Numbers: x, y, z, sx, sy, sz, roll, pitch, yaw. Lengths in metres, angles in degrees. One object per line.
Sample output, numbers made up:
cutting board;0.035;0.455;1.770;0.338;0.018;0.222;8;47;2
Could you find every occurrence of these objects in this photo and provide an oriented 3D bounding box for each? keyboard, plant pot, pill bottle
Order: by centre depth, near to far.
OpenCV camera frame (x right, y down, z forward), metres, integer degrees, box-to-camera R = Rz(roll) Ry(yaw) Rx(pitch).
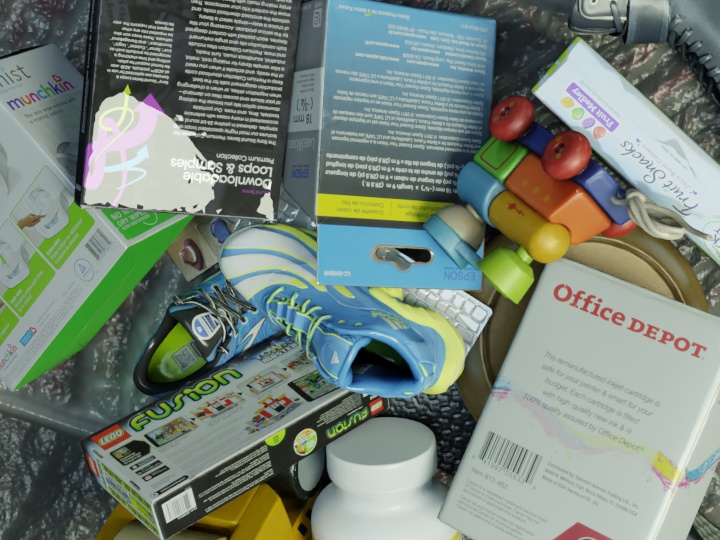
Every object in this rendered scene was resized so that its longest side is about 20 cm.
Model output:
keyboard;0.000;0.000;0.952;0.200;0.011;0.056;32;107;9
plant pot;0.166;0.052;0.954;0.200;0.027;0.200;0;91;-1
pill bottle;0.021;0.218;0.963;0.112;0.112;0.200;0;109;12

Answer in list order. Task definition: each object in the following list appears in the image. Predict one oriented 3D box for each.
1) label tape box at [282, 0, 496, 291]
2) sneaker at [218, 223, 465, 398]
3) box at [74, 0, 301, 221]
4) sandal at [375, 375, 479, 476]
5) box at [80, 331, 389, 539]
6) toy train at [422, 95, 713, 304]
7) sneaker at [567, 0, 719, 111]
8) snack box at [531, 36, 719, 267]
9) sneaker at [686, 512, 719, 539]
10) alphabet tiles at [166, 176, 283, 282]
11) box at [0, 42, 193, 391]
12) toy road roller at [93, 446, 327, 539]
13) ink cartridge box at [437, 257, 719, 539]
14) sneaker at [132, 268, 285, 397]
label tape box;0.020;-0.088;0.928;0.144;0.063;0.200;3;91;-30
sneaker;-0.021;0.028;0.902;0.200;0.105;0.076;25;104;11
box;-0.119;-0.138;0.890;0.143;0.036;0.200;4;98;-23
sandal;0.080;0.124;0.999;0.200;0.048;0.075;42;101;-7
box;-0.090;0.112;0.940;0.110;0.200;0.035;26;134;48
toy train;0.124;-0.024;0.834;0.116;0.200;0.085;-47;126;3
sneaker;0.225;-0.154;0.911;0.146;0.077;0.203;-9;84;2
snack box;0.210;-0.073;0.896;0.200;0.142;0.053;43;102;5
sneaker;0.217;0.250;0.959;0.202;0.077;0.146;44;111;-3
alphabet tiles;-0.132;-0.096;1.037;0.200;0.006;0.167;-34;89;13
box;-0.255;-0.038;0.988;0.176;0.097;0.200;48;126;5
toy road roller;-0.099;0.209;0.971;0.123;0.200;0.146;5;128;26
ink cartridge box;0.164;0.111;0.870;0.146;0.083;0.200;24;91;32
sneaker;-0.099;0.036;1.000;0.200;0.089;0.079;-44;86;10
